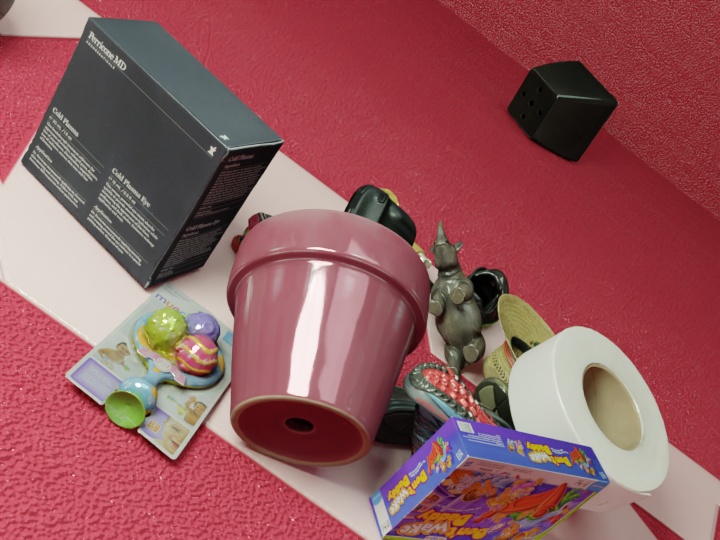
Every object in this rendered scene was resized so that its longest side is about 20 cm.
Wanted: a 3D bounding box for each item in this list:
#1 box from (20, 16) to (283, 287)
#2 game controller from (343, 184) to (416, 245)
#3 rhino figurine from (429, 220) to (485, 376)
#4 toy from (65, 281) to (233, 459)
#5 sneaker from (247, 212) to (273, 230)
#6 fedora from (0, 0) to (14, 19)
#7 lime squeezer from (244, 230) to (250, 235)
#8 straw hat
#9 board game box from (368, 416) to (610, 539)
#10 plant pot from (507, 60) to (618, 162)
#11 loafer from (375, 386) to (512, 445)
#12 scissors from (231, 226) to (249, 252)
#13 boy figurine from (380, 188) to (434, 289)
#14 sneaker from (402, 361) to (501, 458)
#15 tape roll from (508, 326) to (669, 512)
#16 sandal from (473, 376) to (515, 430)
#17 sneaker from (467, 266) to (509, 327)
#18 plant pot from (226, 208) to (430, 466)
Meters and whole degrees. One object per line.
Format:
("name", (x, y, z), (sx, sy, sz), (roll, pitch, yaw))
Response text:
("box", (-0.214, -0.122, 0.842), (0.200, 0.182, 0.104), (44, 28, 10))
("game controller", (0.000, 0.000, 0.962), (0.104, 0.042, 0.200), (44, 62, -36))
("rhino figurine", (0.118, 0.035, 1.057), (0.087, 0.060, 0.201), (-24, 103, -71))
("toy", (-0.167, 0.073, 0.759), (0.115, 0.047, 0.200), (39, 28, -5))
("sneaker", (-0.047, -0.032, 1.003), (0.200, 0.075, 0.081), (20, 32, -34))
("fedora", (-0.466, -0.344, 0.932), (0.200, 0.177, 0.090), (37, -3, 13))
("lime squeezer", (-0.053, 0.015, 0.956), (0.200, 0.071, 0.038), (18, 17, -29))
("straw hat", (0.211, 0.136, 1.078), (0.201, 0.085, 0.201), (38, 30, -27))
("board game box", (0.128, 0.216, 0.809), (0.200, 0.135, 0.045), (18, 35, -34))
("plant pot", (0.511, -0.431, 2.170), (0.177, 0.200, 0.200), (2, 44, -33))
("loafer", (0.086, 0.159, 0.916), (0.200, 0.072, 0.063), (17, 29, -32))
("scissors", (-0.068, 0.008, 1.013), (0.200, 0.014, 0.073), (34, 26, -12))
("boy figurine", (0.046, -0.035, 1.156), (0.124, 0.064, 0.200), (19, 37, -28))
("sneaker", (0.088, 0.173, 0.830), (0.200, 0.095, 0.079), (49, 9, -37))
("tape roll", (0.264, 0.169, 0.949), (0.202, 0.071, 0.203), (27, 45, -30))
("sandal", (0.212, 0.198, 0.990), (0.201, 0.080, 0.057), (43, 49, -11))
("sneaker", (0.181, 0.036, 1.188), (0.077, 0.084, 0.200), (43, 28, 7))
("plant pot", (-0.040, 0.074, 0.772), (0.200, 0.200, 0.179), (27, 50, -21))
